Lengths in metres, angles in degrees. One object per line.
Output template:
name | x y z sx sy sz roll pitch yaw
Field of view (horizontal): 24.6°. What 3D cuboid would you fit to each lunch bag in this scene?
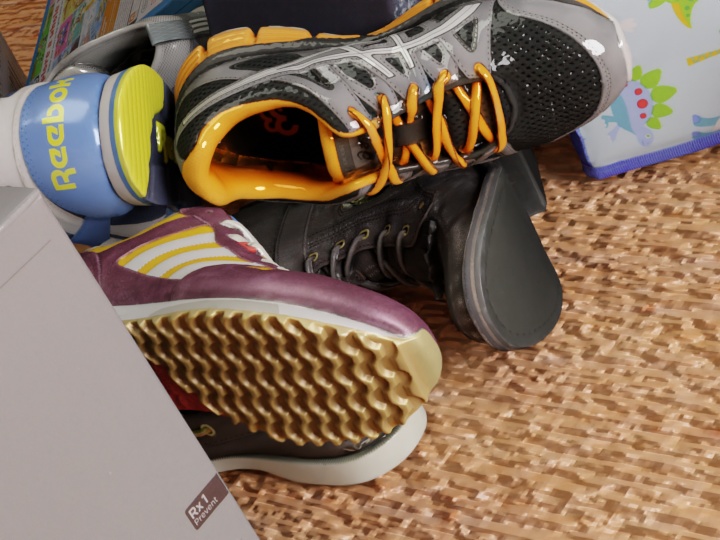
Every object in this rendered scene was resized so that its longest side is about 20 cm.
lunch bag | 0.158 -0.159 0.756 0.199 0.171 0.127 -33 33 -11

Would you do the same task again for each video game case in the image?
video game case | -0.125 -0.171 0.918 0.199 0.018 0.145 -28 46 45

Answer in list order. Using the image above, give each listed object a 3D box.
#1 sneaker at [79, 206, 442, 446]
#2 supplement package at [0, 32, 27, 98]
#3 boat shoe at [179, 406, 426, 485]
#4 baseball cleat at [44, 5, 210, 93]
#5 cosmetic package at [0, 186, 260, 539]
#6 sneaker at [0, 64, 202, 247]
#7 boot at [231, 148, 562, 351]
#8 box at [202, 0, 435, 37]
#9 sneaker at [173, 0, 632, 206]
sneaker | -0.049 0.011 0.649 0.198 0.075 0.091 1 43 32
supplement package | -0.299 -0.066 1.003 0.189 0.148 0.201 -26 31 2
boat shoe | -0.067 0.053 0.729 0.199 0.061 0.072 -6 37 32
baseball cleat | -0.130 -0.073 0.861 0.106 0.070 0.200 -9 -28 -38
cosmetic package | -0.123 0.076 0.602 0.090 0.201 0.107 8 46 44
sneaker | -0.116 -0.044 0.753 0.081 0.200 0.075 -8 77 4
boot | 0.000 0.000 0.763 0.172 0.070 0.201 -22 24 16
box | 0.020 -0.193 0.772 0.116 0.202 0.197 17 45 30
sneaker | 0.014 -0.064 0.681 0.197 0.079 0.078 -10 32 14
